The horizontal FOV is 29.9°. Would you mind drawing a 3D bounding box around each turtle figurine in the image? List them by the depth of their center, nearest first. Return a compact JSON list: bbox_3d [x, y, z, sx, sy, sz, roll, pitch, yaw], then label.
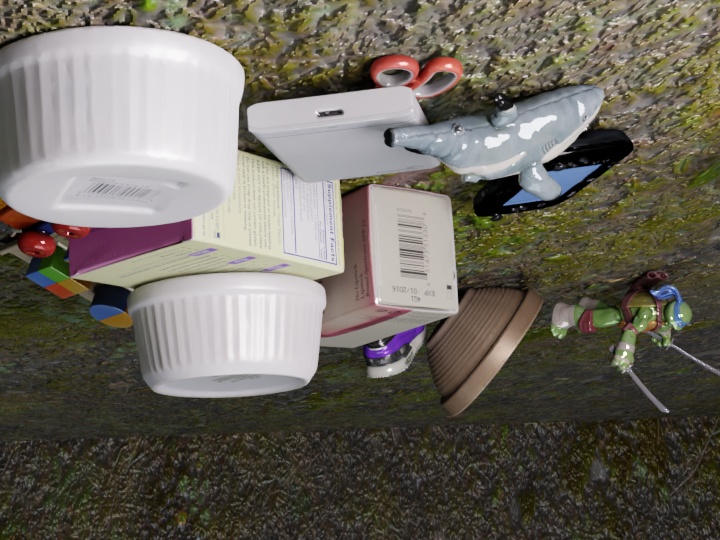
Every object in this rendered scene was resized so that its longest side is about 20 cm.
[{"bbox_3d":[0.370,0.102,1.865,0.193,0.144,0.201,8,135,44],"label":"turtle figurine"}]

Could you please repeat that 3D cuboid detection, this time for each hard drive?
[{"bbox_3d":[-0.008,-0.111,1.139,0.131,0.027,0.200,-6,172,9],"label":"hard drive"}]

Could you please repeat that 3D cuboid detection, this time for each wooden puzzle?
[{"bbox_3d":[-0.269,0.008,1.463,0.199,0.047,0.184,31,147,-35],"label":"wooden puzzle"}]

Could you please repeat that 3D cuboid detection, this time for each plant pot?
[{"bbox_3d":[0.153,0.090,1.836,0.092,0.201,0.201,38,163,0],"label":"plant pot"}]

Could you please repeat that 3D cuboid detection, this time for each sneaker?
[{"bbox_3d":[0.042,0.063,1.822,0.069,0.100,0.200,-11,-164,13],"label":"sneaker"}]

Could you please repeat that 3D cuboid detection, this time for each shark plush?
[{"bbox_3d":[0.101,-0.122,1.087,0.198,0.092,0.083,5,146,-27],"label":"shark plush"}]

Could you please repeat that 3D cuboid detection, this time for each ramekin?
[{"bbox_3d":[-0.185,-0.101,1.024,0.198,0.099,0.201,-3,167,-1],"label":"ramekin"},{"bbox_3d":[-0.131,0.069,1.336,0.200,0.095,0.202,-3,167,-1],"label":"ramekin"}]

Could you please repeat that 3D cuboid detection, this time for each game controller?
[{"bbox_3d":[0.181,-0.089,1.290,0.103,0.043,0.200,0,167,-15],"label":"game controller"}]

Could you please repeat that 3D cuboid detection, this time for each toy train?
[{"bbox_3d":[-0.319,-0.066,1.189,0.115,0.085,0.199,19,156,-34],"label":"toy train"}]

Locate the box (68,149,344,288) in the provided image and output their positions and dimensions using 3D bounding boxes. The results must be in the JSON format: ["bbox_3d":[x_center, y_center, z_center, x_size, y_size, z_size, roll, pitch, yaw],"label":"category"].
[{"bbox_3d":[-0.145,-0.042,1.284,0.175,0.098,0.199,-15,162,39],"label":"box"}]

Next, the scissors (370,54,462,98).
[{"bbox_3d":[0.016,-0.136,1.110,0.073,0.014,0.200,2,165,-22],"label":"scissors"}]

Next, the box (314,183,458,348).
[{"bbox_3d":[0.000,0.000,1.429,0.108,0.129,0.199,6,163,-34],"label":"box"}]
